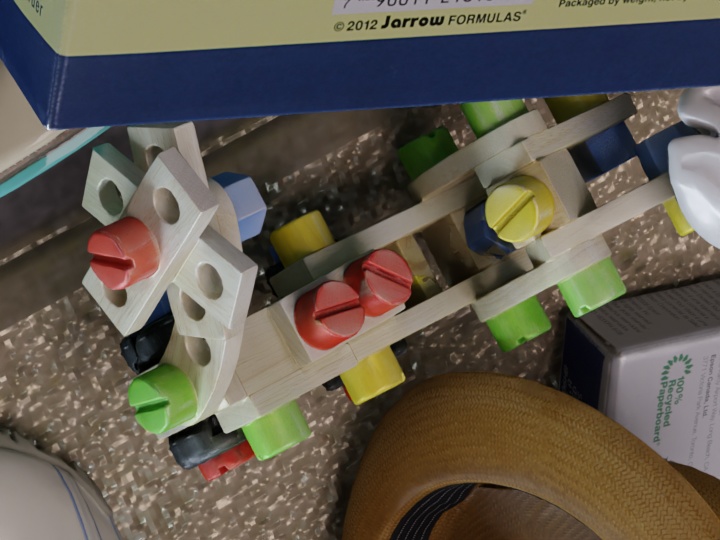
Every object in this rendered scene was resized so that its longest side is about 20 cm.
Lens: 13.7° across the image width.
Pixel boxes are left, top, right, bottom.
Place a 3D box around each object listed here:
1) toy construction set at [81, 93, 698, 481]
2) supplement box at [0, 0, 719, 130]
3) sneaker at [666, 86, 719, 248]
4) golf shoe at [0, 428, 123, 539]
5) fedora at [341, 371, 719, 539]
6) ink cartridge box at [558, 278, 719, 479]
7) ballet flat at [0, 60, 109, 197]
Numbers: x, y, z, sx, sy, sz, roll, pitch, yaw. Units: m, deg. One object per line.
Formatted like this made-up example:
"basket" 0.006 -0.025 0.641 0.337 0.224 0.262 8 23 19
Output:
"toy construction set" 0.000 0.000 0.874 0.200 0.092 0.131 -8 168 -37
"supplement box" 0.011 -0.155 0.668 0.200 0.134 0.200 -6 126 -27
"sneaker" 0.166 -0.089 0.859 0.075 0.081 0.200 34 78 -45
"golf shoe" -0.084 0.125 0.925 0.078 0.097 0.200 -41 129 1
"fedora" 0.079 0.115 0.959 0.082 0.201 0.201 -17 127 -39
"ink cartridge box" 0.158 0.087 1.078 0.200 0.043 0.197 -11 122 -25
"ballet flat" -0.050 -0.092 0.837 0.200 0.069 0.070 -32 130 -12
